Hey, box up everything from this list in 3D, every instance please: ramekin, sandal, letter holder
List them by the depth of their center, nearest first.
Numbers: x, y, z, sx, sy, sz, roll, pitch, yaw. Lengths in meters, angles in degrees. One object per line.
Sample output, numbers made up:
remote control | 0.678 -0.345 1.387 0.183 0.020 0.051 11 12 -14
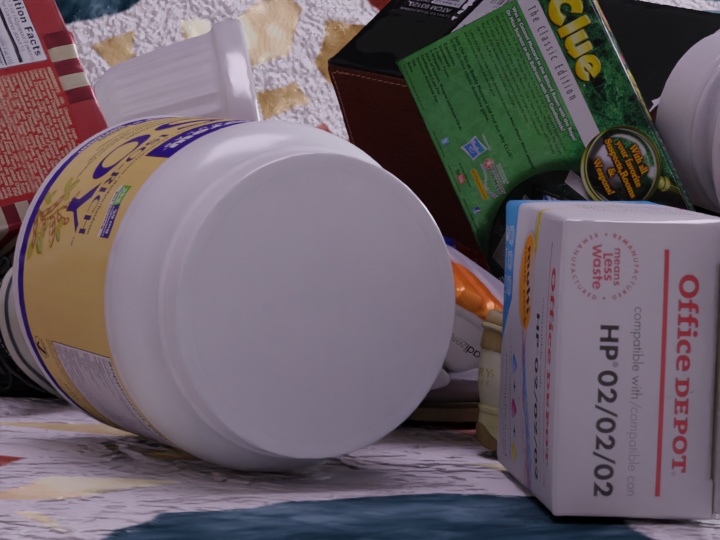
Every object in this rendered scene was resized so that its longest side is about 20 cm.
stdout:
sandal | 0.053 0.036 1.351 0.206 0.059 0.079 32 12 0
letter holder | 0.103 -0.065 1.542 0.199 0.143 0.101 14 45 36
ramekin | -0.097 -0.040 1.695 0.094 0.204 0.202 -10 4 -1

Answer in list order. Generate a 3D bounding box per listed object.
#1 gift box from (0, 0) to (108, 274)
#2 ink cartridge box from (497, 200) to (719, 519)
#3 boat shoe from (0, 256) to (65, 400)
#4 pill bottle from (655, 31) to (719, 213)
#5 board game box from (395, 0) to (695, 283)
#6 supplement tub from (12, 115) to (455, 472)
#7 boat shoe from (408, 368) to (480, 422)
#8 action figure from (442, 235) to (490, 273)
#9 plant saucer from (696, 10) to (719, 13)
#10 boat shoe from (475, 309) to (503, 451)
gift box | -0.264 -0.061 1.533 0.199 0.186 0.187 -10 -17 -37
ink cartridge box | 0.101 0.033 1.148 0.067 0.116 0.200 1 3 -5
boat shoe | -0.162 0.029 1.485 0.062 0.075 0.200 -3 -2 7
pill bottle | 0.237 -0.053 1.371 0.119 0.121 0.200 -1 13 -37
board game box | 0.103 -0.036 1.411 0.104 0.201 0.023 -26 -14 14
supplement tub | -0.056 0.008 1.243 0.144 0.147 0.200 0 3 -24
boat shoe | 0.012 0.038 1.412 0.199 0.069 0.075 1 1 -29
action figure | 0.000 0.000 1.467 0.199 0.066 0.052 15 33 -38
plant saucer | 0.162 -0.060 1.579 0.199 0.201 0.027 4 -24 38
boat shoe | 0.150 0.053 1.281 0.199 0.064 0.073 2 4 14
